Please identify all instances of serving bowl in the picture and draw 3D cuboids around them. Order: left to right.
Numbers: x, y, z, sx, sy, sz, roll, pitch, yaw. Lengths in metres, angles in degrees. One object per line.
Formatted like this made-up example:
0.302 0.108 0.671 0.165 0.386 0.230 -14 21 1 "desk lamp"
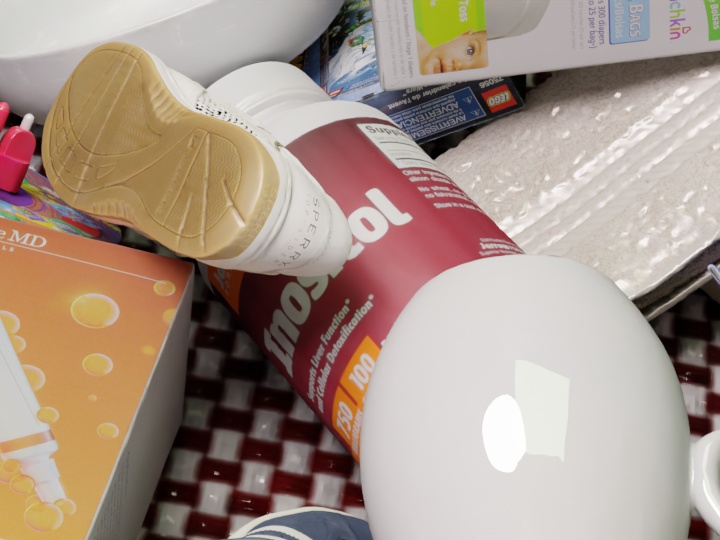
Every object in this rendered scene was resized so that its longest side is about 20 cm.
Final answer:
-0.090 -0.118 1.112 0.199 0.066 0.200 -17 23 8 "serving bowl"

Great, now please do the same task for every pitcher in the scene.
0.086 0.097 0.822 0.171 0.121 0.201 -6 60 6 "pitcher"

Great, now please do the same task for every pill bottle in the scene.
0.000 0.000 1.002 0.113 0.113 0.200 -21 50 -29 "pill bottle"

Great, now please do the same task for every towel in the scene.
0.115 -0.041 1.051 0.200 0.034 0.133 -37 54 4 "towel"

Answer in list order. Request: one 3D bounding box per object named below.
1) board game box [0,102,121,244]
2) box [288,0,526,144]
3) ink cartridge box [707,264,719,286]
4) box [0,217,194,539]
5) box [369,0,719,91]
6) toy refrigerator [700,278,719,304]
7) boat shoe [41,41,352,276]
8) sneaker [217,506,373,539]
-0.189 -0.073 1.035 0.200 0.039 0.158 30 9 21 "board game box"
0.017 -0.134 1.154 0.136 0.040 0.200 -18 38 21 "box"
0.229 0.062 0.947 0.200 0.042 0.119 43 7 14 "ink cartridge box"
-0.150 0.081 0.898 0.124 0.098 0.200 13 42 4 "box"
0.100 -0.163 1.026 0.199 0.113 0.102 -6 42 1 "box"
0.212 -0.013 1.082 0.070 0.076 0.200 -27 53 -33 "toy refrigerator"
-0.069 -0.038 0.949 0.069 0.071 0.200 27 6 -35 "boat shoe"
-0.025 0.126 0.836 0.084 0.075 0.200 -16 -2 32 "sneaker"
